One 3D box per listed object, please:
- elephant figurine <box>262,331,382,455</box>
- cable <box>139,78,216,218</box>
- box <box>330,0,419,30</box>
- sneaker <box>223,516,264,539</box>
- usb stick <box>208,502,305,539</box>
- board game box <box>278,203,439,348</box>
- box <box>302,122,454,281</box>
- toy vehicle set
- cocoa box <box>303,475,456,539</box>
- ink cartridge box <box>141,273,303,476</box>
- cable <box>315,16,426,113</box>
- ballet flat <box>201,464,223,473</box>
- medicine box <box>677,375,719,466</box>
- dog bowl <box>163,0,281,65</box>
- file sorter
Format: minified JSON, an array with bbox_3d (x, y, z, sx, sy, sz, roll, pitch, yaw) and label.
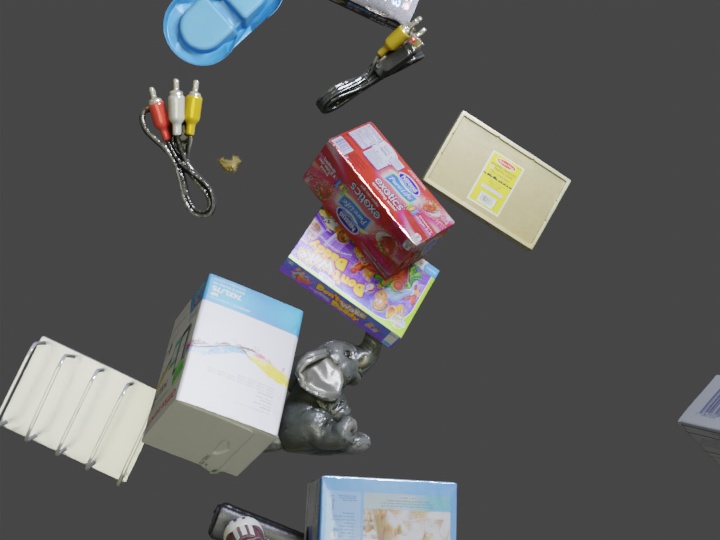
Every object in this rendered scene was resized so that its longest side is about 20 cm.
[{"bbox_3d":[-0.052,0.162,1.650,0.141,0.155,0.202,-9,74,35],"label":"elephant figurine"},{"bbox_3d":[-0.267,-0.173,1.658,0.096,0.050,0.202,-9,88,-2],"label":"cable"},{"bbox_3d":[0.017,-0.489,1.718,0.197,0.050,0.201,23,84,-7],"label":"box"},{"bbox_3d":[-0.142,0.455,1.595,0.075,0.116,0.202,-20,108,-10],"label":"sneaker"},{"bbox_3d":[-0.125,0.395,1.662,0.199,0.033,0.056,23,84,-6],"label":"usb stick"},{"bbox_3d":[0.000,0.000,1.665,0.199,0.045,0.135,35,57,-5],"label":"board game box"},{"bbox_3d":[0.025,-0.100,1.639,0.099,0.096,0.200,-30,77,-43],"label":"box"},{"bbox_3d":[0.205,-0.135,1.733,0.199,0.027,0.125,32,84,-4],"label":"toy vehicle set"},{"bbox_3d":[0.026,0.364,1.614,0.198,0.131,0.135,5,74,-11],"label":"cocoa box"},{"bbox_3d":[-0.184,0.143,1.538,0.145,0.147,0.201,23,51,-17],"label":"ink cartridge box"},{"bbox_3d":[0.019,-0.304,1.706,0.199,0.097,0.051,-32,80,12],"label":"cable"},{"bbox_3d":[-0.194,0.194,1.648,0.071,0.072,0.202,5,86,-7],"label":"ballet flat"},{"bbox_3d":[0.599,0.261,1.682,0.200,0.182,0.103,44,83,-3],"label":"medicine box"},{"bbox_3d":[-0.201,-0.383,1.685,0.200,0.050,0.112,-44,93,-8],"label":"dog bowl"},{"bbox_3d":[-0.392,0.196,1.594,0.199,0.125,0.140,26,84,-5],"label":"file sorter"}]
